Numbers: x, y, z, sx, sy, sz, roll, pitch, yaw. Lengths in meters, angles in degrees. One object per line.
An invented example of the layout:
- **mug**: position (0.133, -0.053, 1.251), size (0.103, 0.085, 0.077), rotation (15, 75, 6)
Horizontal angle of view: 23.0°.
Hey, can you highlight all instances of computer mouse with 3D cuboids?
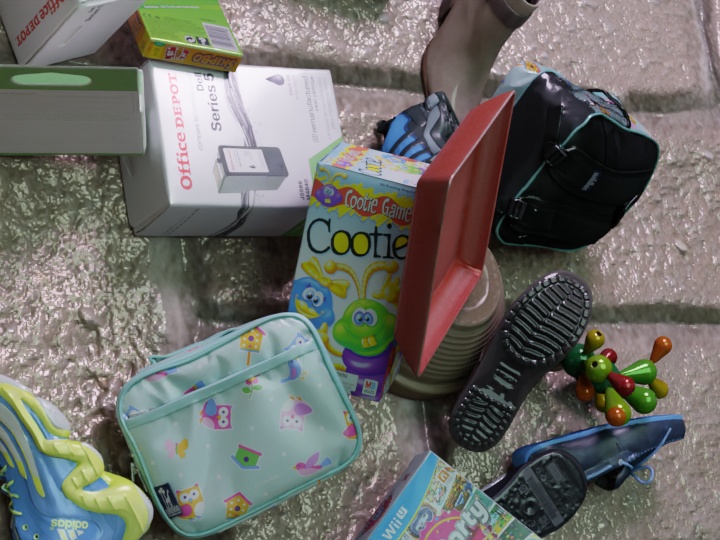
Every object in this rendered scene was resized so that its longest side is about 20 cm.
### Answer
- **computer mouse**: position (0.114, 0.223, 1.697), size (0.200, 0.046, 0.141), rotation (-41, 101, -15)

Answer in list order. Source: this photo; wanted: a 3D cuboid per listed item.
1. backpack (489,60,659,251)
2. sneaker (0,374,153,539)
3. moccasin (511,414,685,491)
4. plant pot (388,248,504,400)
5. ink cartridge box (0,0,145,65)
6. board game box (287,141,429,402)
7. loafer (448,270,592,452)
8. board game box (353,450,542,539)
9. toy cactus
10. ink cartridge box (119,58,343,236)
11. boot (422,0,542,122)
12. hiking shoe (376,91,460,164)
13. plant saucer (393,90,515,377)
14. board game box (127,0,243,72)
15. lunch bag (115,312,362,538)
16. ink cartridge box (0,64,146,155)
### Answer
- **backpack**: position (0.203, -0.113, 1.814), size (0.199, 0.176, 0.153), rotation (14, 27, -45)
- **sneaker**: position (-0.270, 0.175, 1.462), size (0.200, 0.076, 0.105), rotation (40, 65, -5)
- **moccasin**: position (0.243, 0.193, 1.798), size (0.199, 0.080, 0.069), rotation (-12, 84, -21)
- **plant pot**: position (0.072, 0.020, 1.732), size (0.200, 0.093, 0.202), rotation (11, 68, -29)
- **ink cartridge box**: position (-0.279, -0.304, 1.591), size (0.084, 0.145, 0.201), rotation (-17, 82, -36)
- **board game box**: position (0.000, 0.000, 1.603), size (0.102, 0.201, 0.105), rotation (14, 17, 7)
- **loafer**: position (0.147, 0.083, 1.717), size (0.073, 0.071, 0.200), rotation (39, 86, -4)
- **board game box**: position (0.091, 0.285, 1.618), size (0.200, 0.064, 0.148), rotation (38, 75, -3)
- **toy cactus**: position (0.229, 0.089, 1.784), size (0.164, 0.103, 0.200), rotation (28, 9, 16)
- **ink cartridge box**: position (-0.119, -0.112, 1.661), size (0.199, 0.084, 0.146), rotation (-1, 73, -33)
- **boot**: position (0.133, -0.250, 1.838), size (0.070, 0.146, 0.201), rotation (13, 66, -31)
- **hiking shoe**: position (0.058, -0.090, 1.734), size (0.075, 0.086, 0.200), rotation (58, 21, -33)
- **plant saucer**: position (0.079, -0.039, 1.563), size (0.037, 0.201, 0.200), rotation (17, 33, 14)
- **board game box**: position (-0.183, -0.261, 1.665), size (0.095, 0.030, 0.201), rotation (7, 42, -31)
- **lunch bag**: position (-0.111, 0.130, 1.532), size (0.199, 0.077, 0.161), rotation (-24, 95, -8)
- **ink cartridge box**: position (-0.255, -0.151, 1.491), size (0.145, 0.200, 0.048), rotation (0, 71, -6)
